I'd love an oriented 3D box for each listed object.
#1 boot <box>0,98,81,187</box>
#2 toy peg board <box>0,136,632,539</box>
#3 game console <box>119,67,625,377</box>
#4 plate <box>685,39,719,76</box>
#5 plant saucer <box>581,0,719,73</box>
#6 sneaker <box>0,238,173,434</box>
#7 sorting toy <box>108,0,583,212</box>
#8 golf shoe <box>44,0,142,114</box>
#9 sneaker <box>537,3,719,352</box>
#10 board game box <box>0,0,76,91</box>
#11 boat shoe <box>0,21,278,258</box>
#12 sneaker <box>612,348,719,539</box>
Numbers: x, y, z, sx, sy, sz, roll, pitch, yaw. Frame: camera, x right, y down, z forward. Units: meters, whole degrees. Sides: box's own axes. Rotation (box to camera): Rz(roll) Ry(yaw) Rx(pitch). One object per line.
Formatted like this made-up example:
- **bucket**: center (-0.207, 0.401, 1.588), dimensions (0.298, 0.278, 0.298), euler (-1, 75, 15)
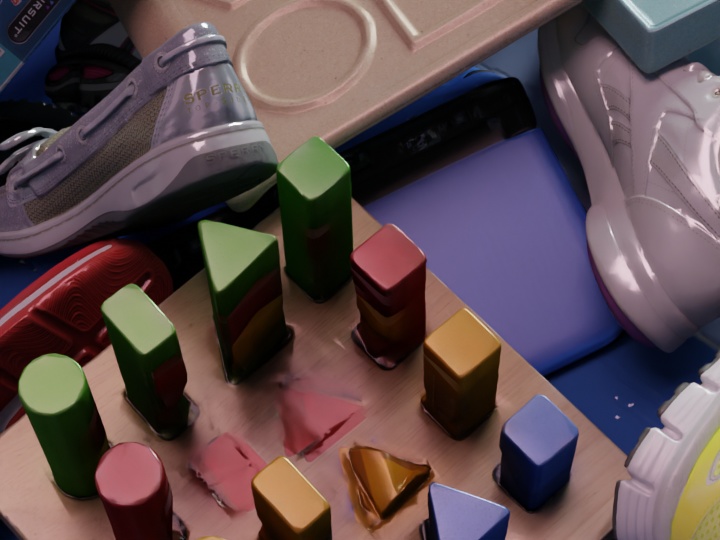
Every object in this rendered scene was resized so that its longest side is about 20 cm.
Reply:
- **boot**: center (-0.223, -0.009, 0.916), dimensions (0.197, 0.074, 0.163), euler (8, 49, 35)
- **toy peg board**: center (-0.022, 0.067, 0.711), dimensions (0.200, 0.098, 0.199), euler (-40, 67, -18)
- **game console**: center (0.000, 0.000, 0.866), dimensions (0.198, 0.119, 0.171), euler (-25, 14, -5)
- **plate**: center (0.227, -0.075, 0.799), dimensions (0.199, 0.025, 0.202), euler (-13, 69, 36)
- **plant saucer**: center (0.105, -0.167, 0.839), dimensions (0.069, 0.019, 0.201), euler (-27, 50, -9)
- **sneaker**: center (-0.176, 0.042, 0.821), dimensions (0.200, 0.078, 0.116), euler (-44, 43, 3)
- **sorting toy**: center (-0.007, -0.134, 0.845), dimensions (0.199, 0.037, 0.186), euler (-33, 51, 1)
- **golf shoe**: center (-0.072, -0.117, 0.907), dimensions (0.198, 0.077, 0.089), euler (5, 88, 30)
- **sneaker**: center (0.138, -0.062, 0.808), dimensions (0.099, 0.075, 0.202), euler (-31, 50, 25)
- **board game box**: center (-0.166, -0.154, 0.920), dimensions (0.151, 0.047, 0.200), euler (-49, 18, 2)
- **boat shoe**: center (-0.105, -0.049, 0.793), dimensions (0.074, 0.065, 0.201), euler (-14, -1, -33)
- **sneaker**: center (0.186, 0.046, 0.716), dimensions (0.090, 0.078, 0.201), euler (29, 77, 35)
